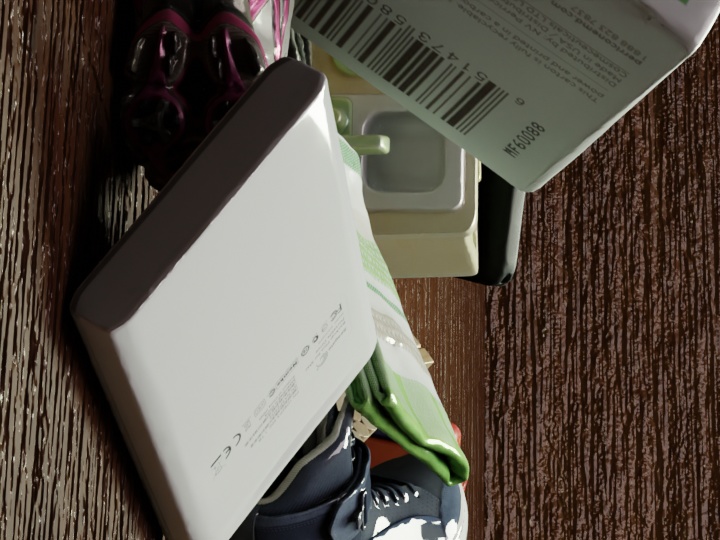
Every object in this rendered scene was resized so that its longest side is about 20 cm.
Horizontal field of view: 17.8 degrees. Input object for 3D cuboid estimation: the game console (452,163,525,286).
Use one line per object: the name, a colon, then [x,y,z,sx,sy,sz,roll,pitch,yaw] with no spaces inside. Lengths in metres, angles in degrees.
game console: [0.094,-0.084,1.567,0.200,0.116,0.176,15,-81,59]

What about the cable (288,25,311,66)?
cable: [-0.034,-0.186,1.133,0.097,0.050,0.200,81,0,-55]

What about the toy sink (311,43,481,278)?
toy sink: [0.018,-0.075,1.387,0.200,0.112,0.130,59,30,-77]

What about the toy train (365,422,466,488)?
toy train: [0.012,0.145,1.496,0.200,0.085,0.116,74,30,-66]

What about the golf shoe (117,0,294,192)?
golf shoe: [-0.060,-0.128,0.929,0.092,0.073,0.200,-65,162,-85]

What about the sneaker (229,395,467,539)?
sneaker: [-0.007,0.101,1.133,0.202,0.077,0.146,-42,132,-54]

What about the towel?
towel: [0.000,0.000,1.150,0.149,0.031,0.200,41,24,-62]

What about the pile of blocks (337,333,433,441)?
pile of blocks: [-0.026,0.077,1.295,0.062,0.082,0.200,-46,-175,28]

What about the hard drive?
hard drive: [-0.048,0.022,0.917,0.132,0.026,0.200,-51,156,-22]

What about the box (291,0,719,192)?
box: [0.070,-0.179,1.031,0.171,0.199,0.200,-58,-174,-24]
